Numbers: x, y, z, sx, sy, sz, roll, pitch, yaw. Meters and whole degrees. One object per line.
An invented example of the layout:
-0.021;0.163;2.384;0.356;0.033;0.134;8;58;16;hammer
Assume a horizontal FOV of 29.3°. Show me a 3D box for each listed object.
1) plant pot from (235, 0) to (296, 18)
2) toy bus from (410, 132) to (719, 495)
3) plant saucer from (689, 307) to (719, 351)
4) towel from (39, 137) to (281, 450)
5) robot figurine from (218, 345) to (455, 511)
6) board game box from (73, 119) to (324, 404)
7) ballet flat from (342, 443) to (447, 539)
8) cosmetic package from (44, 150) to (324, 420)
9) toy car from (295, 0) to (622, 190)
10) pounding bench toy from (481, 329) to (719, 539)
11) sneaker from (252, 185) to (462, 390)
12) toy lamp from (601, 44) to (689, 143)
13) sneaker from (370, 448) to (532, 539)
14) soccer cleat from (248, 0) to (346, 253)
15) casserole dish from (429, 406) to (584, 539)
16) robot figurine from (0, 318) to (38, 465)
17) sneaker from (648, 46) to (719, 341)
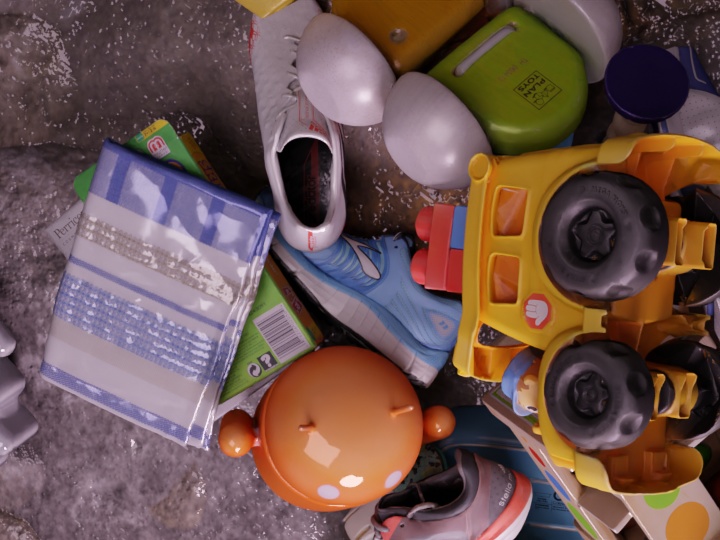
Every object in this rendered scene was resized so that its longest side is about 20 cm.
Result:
-0.044;-0.281;0.891;0.200;0.200;0.176;-30;99;26;plant pot
0.115;0.021;0.820;0.192;0.136;0.200;3;89;39;toy bus
0.282;0.016;0.967;0.200;0.032;0.200;6;110;17;plant saucer
-0.149;0.020;1.005;0.147;0.024;0.200;22;108;10;towel
-0.021;0.118;1.005;0.144;0.200;0.117;34;74;-2;robot figurine
-0.121;-0.007;1.014;0.096;0.030;0.200;-31;98;20;board game box
0.013;0.219;1.089;0.074;0.074;0.200;23;122;11;ballet flat
-0.136;0.008;1.082;0.108;0.085;0.200;-38;94;23;cosmetic package
0.068;-0.127;0.928;0.200;0.175;0.150;38;160;30;toy car
0.181;0.114;0.972;0.124;0.200;0.156;-39;112;-8;pounding bench toy
0.000;0.000;1.048;0.200;0.078;0.090;41;79;15;sneaker
0.167;-0.072;0.903;0.058;0.200;0.058;1;69;-1;toy lamp
0.029;0.195;1.000;0.082;0.077;0.200;39;107;-23;sneaker
-0.042;-0.113;0.985;0.069;0.085;0.200;-5;87;-3;soccer cleat
0.134;0.172;1.068;0.200;0.039;0.121;5;110;17;casserole dish
-0.368;0.086;1.176;0.170;0.113;0.200;-43;91;11;robot figurine
0.262;-0.054;0.900;0.115;0.081;0.200;-15;68;4;sneaker
